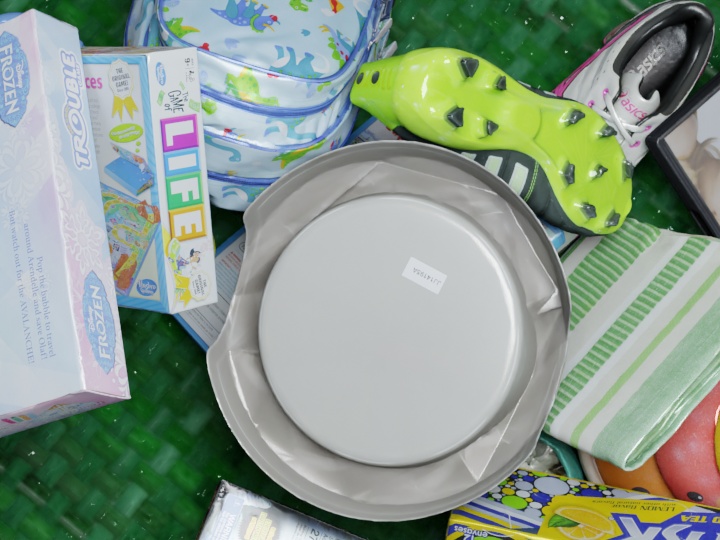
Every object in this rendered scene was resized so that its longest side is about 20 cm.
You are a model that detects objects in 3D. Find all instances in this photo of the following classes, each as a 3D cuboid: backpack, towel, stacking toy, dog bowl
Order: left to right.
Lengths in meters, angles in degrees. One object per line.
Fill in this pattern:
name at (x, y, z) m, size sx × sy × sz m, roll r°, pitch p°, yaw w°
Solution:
backpack at (-0.061, -0.130, 1.007) m, size 0.163 × 0.154 × 0.200 m, roll 22°, pitch 64°, yaw -9°
dog bowl at (0.019, 0.032, 0.960) m, size 0.200 × 0.059 × 0.200 m, roll 0°, pitch 89°, yaw 12°
towel at (0.147, 0.035, 1.010) m, size 0.153 × 0.200 × 0.023 m, roll -46°, pitch 113°, yaw -11°
stacking toy at (0.224, 0.090, 0.991) m, size 0.146 × 0.200 × 0.146 m, roll -1°, pitch 93°, yaw -24°

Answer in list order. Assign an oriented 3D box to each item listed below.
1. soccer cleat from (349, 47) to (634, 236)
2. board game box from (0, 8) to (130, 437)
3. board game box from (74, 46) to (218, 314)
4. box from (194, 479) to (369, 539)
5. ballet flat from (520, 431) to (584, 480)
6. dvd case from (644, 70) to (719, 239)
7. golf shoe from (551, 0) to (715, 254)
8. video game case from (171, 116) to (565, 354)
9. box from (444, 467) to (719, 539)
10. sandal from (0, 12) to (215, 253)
soccer cleat at (0.079, -0.074, 0.994) m, size 0.200 × 0.081 × 0.068 m, roll 27°, pitch 78°, yaw -42°
board game box at (-0.221, -0.007, 0.918) m, size 0.199 × 0.043 × 0.200 m, roll -18°, pitch 73°, yaw 26°
board game box at (-0.160, -0.054, 0.973) m, size 0.034 × 0.200 × 0.135 m, roll -15°, pitch 106°, yaw -43°
box at (-0.057, 0.239, 1.026) m, size 0.137 × 0.040 × 0.200 m, roll 23°, pitch 78°, yaw -4°
ballet flat at (0.039, 0.099, 1.043) m, size 0.200 × 0.070 × 0.067 m, roll 16°, pitch 88°, yaw -3°
dvd case at (0.276, -0.046, 1.087) m, size 0.143 × 0.018 × 0.200 m, roll -41°, pitch 110°, yaw -12°
golf shoe at (0.140, -0.087, 1.078) m, size 0.073 × 0.092 × 0.200 m, roll 37°, pitch 80°, yaw 0°
video game case at (0.000, 0.000, 1.051) m, size 0.200 × 0.018 × 0.143 m, roll -41°, pitch 62°, yaw -8°
box at (0.146, 0.163, 0.969) m, size 0.200 × 0.070 × 0.064 m, roll 10°, pitch 116°, yaw 8°
sandal at (-0.156, -0.077, 1.039) m, size 0.079 × 0.087 × 0.200 m, roll -41°, pitch 80°, yaw -10°
